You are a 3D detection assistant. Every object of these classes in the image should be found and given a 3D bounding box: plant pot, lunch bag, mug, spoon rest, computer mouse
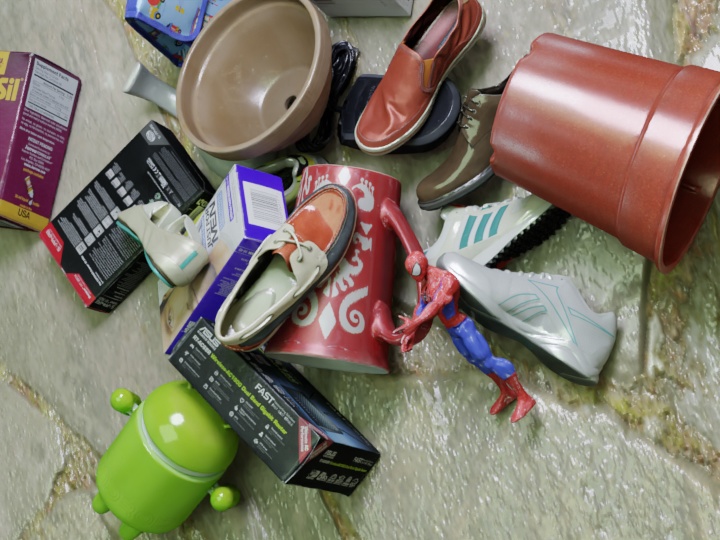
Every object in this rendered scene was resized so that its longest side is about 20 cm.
[{"bbox_3d":[0.240,-0.126,1.473,0.194,0.201,0.202,23,88,21],"label":"plant pot"},{"bbox_3d":[-0.100,-0.203,1.690,0.199,0.092,0.203,-16,61,31],"label":"plant pot"},{"bbox_3d":[-0.206,-0.331,1.748,0.093,0.200,0.152,10,82,27],"label":"lunch bag"},{"bbox_3d":[-0.001,0.002,1.613,0.176,0.133,0.202,6,81,8],"label":"mug"},{"bbox_3d":[-0.180,-0.177,1.788,0.199,0.061,0.100,31,93,15],"label":"spoon rest"},{"bbox_3d":[0.032,-0.175,1.684,0.199,0.053,0.140,11,74,35],"label":"computer mouse"}]

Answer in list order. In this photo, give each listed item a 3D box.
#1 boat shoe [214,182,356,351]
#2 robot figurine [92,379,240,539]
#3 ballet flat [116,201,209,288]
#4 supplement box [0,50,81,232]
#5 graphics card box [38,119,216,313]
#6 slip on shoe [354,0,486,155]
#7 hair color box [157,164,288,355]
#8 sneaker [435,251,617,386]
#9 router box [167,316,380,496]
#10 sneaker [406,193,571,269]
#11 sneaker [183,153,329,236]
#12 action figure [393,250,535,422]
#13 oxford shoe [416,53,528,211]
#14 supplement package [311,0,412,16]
[{"bbox_3d":[-0.075,-0.005,1.531,0.071,0.063,0.201,38,90,17],"label":"boat shoe"},{"bbox_3d":[-0.207,0.201,1.652,0.175,0.116,0.200,43,120,7],"label":"robot figurine"},{"bbox_3d":[-0.211,-0.038,1.670,0.070,0.069,0.200,-55,31,4],"label":"ballet flat"},{"bbox_3d":[-0.438,-0.158,1.873,0.130,0.103,0.202,6,80,28],"label":"supplement box"},{"bbox_3d":[-0.270,-0.062,1.800,0.200,0.051,0.126,-45,63,11],"label":"graphics card box"},{"bbox_3d":[0.055,-0.211,1.615,0.074,0.061,0.201,37,92,36],"label":"slip on shoe"},{"bbox_3d":[-0.149,-0.004,1.658,0.200,0.064,0.110,-54,34,37],"label":"hair color box"},{"bbox_3d":[0.167,0.033,1.539,0.199,0.070,0.081,33,78,-1],"label":"sneaker"},{"bbox_3d":[-0.088,0.143,1.606,0.200,0.150,0.062,43,97,26],"label":"router box"},{"bbox_3d":[0.130,-0.048,1.591,0.199,0.070,0.094,-41,69,15],"label":"sneaker"},{"bbox_3d":[-0.127,-0.076,1.719,0.199,0.076,0.076,-34,66,14],"label":"sneaker"},{"bbox_3d":[0.083,0.077,1.509,0.099,0.201,0.065,-38,20,-19],"label":"action figure"},{"bbox_3d":[0.123,-0.146,1.601,0.200,0.084,0.073,-45,20,2],"label":"oxford shoe"},{"bbox_3d":[0.003,-0.397,1.712,0.108,0.114,0.202,4,79,25],"label":"supplement package"}]
